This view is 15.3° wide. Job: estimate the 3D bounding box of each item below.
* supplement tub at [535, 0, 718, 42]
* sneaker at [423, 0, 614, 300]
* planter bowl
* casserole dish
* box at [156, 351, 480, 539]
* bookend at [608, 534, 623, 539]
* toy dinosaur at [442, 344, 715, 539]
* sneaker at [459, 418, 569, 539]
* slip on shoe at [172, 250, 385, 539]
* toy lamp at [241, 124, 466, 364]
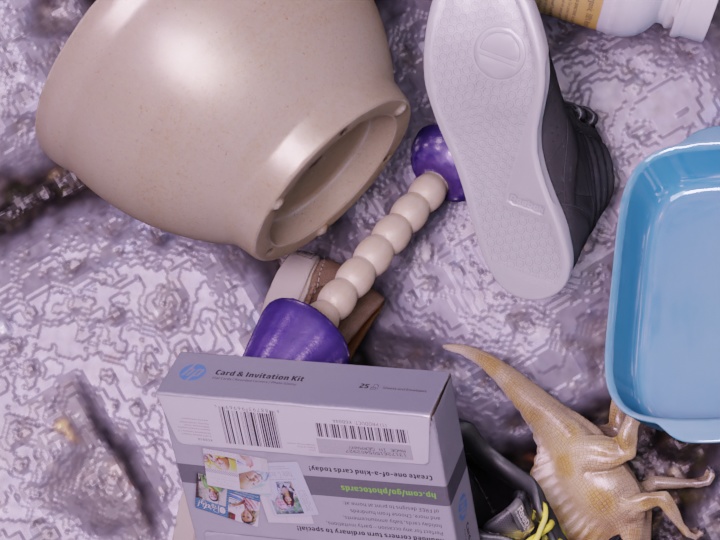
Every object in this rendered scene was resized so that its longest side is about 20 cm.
[{"bbox_3d":[0.115,-0.214,1.489,0.199,0.144,0.145,18,88,4],"label":"supplement tub"},{"bbox_3d":[0.090,-0.093,1.492,0.070,0.099,0.201,-5,110,23],"label":"sneaker"},{"bbox_3d":[-0.059,-0.091,1.452,0.200,0.200,0.135,-45,74,0],"label":"planter bowl"},{"bbox_3d":[0.202,0.013,1.488,0.121,0.039,0.201,-3,59,19],"label":"casserole dish"},{"bbox_3d":[-0.014,0.138,1.435,0.155,0.041,0.201,3,126,21],"label":"box"},{"bbox_3d":[0.091,0.275,1.394,0.198,0.092,0.201,-26,97,22],"label":"bookend"},{"bbox_3d":[0.134,0.103,1.513,0.101,0.058,0.200,-34,85,2],"label":"toy dinosaur"},{"bbox_3d":[0.084,0.162,1.474,0.200,0.085,0.074,44,65,0],"label":"sneaker"},{"bbox_3d":[-0.048,0.090,1.518,0.060,0.076,0.201,22,81,10],"label":"slip on shoe"},{"bbox_3d":[0.000,0.000,1.480,0.058,0.058,0.200,35,59,4],"label":"toy lamp"}]
